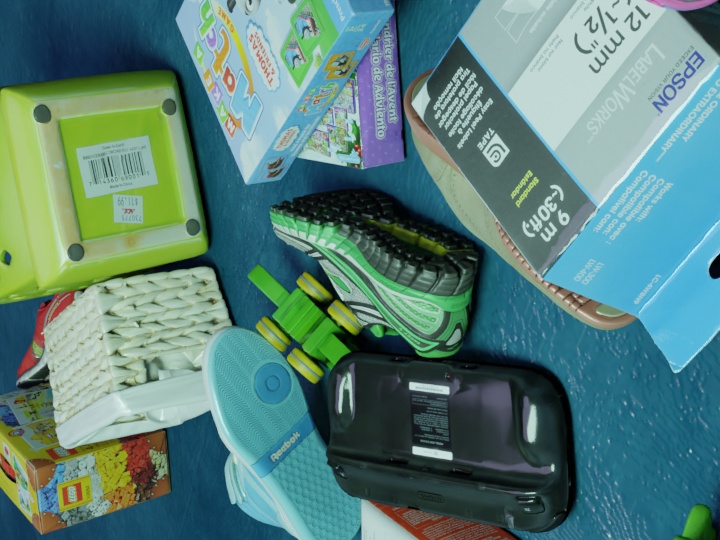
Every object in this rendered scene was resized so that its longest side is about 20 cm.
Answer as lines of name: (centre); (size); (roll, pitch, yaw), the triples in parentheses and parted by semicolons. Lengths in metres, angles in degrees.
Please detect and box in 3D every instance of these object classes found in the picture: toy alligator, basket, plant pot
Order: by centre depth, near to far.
toy alligator: (-0.016, 0.062, 0.978); (0.200, 0.059, 0.054); (41, 179, 34)
plant pot: (-0.256, -0.081, 1.173); (0.181, 0.199, 0.201); (-5, 97, 52)
basket: (-0.206, 0.082, 1.207); (0.200, 0.135, 0.124); (-28, 74, 58)

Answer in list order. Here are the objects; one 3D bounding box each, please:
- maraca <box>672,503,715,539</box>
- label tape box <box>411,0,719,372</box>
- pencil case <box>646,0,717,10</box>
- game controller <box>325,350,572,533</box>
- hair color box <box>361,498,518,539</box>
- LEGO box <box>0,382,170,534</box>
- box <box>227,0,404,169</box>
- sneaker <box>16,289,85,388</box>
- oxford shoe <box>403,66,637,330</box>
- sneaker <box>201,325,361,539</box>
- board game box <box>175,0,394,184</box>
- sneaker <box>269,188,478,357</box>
maraca: (0.161, 0.224, 0.684); (0.106, 0.137, 0.202); (11, 106, 21)
label tape box: (0.129, -0.070, 0.644); (0.144, 0.066, 0.201); (-54, 53, 31)
pencil case: (0.120, -0.200, 0.592); (0.201, 0.088, 0.089); (-118, 33, -41)
game controller: (0.053, 0.110, 0.859); (0.199, 0.042, 0.105); (3, 90, 42)
hair color box: (0.078, 0.230, 0.873); (0.200, 0.061, 0.102); (29, 125, 52)
LEGO box: (-0.317, 0.192, 1.407); (0.200, 0.148, 0.078); (24, 122, 52)
box: (-0.042, -0.153, 0.943); (0.199, 0.039, 0.138); (17, 116, 55)
sneaker: (-0.351, 0.078, 1.509); (0.200, 0.077, 0.085); (-45, 52, 47)
oxford shoe: (0.099, -0.036, 0.756); (0.200, 0.070, 0.074); (55, 168, 30)
sneaker: (-0.088, 0.136, 1.052); (0.130, 0.079, 0.201); (-4, 115, 60)
board game box: (-0.060, -0.176, 0.891); (0.152, 0.036, 0.200); (66, 147, 18)
sneaker: (0.000, 0.000, 0.897); (0.200, 0.078, 0.086); (33, 129, 48)
